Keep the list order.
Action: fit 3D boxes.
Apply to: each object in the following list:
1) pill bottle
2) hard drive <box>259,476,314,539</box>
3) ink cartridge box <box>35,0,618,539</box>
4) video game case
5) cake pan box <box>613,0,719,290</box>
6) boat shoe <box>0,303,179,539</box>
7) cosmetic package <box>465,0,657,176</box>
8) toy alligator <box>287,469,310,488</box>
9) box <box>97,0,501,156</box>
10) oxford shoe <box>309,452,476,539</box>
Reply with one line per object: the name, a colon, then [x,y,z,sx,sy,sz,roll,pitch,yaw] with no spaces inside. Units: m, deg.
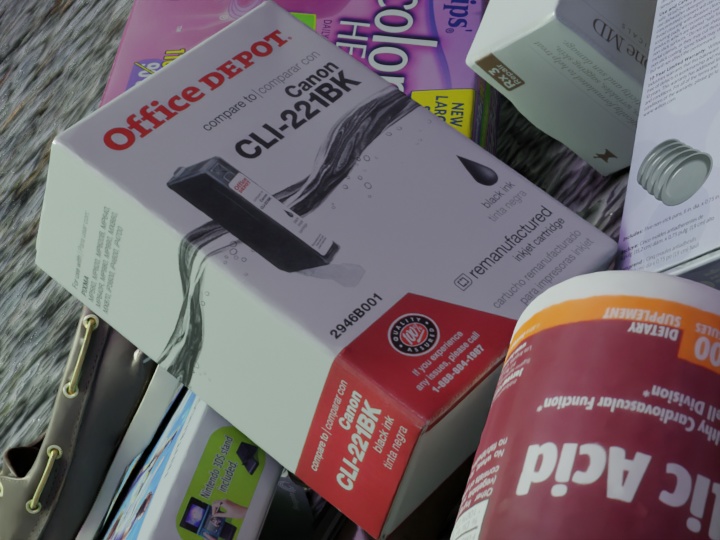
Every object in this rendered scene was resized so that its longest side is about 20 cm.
pill bottle: [0.084,0.110,0.665,0.114,0.114,0.200,-26,36,47]
hard drive: [-0.071,0.190,0.937,0.135,0.042,0.200,-46,24,17]
ink cartridge box: [-0.017,-0.007,0.816,0.144,0.200,0.084,-39,-23,-39]
video game case: [-0.085,0.114,0.882,0.200,0.045,0.181,-54,10,44]
cake pan box: [0.195,-0.084,0.783,0.200,0.052,0.184,-27,43,47]
boat shoe: [-0.144,0.098,0.926,0.200,0.059,0.072,-61,7,17]
cosmetic package: [0.136,-0.159,0.959,0.074,0.102,0.200,-26,37,50]
toy alligator: [-0.003,0.078,0.915,0.200,0.059,0.054,-58,-29,-67]
box: [-0.028,-0.082,1.035,0.200,0.097,0.176,0,42,9]
oxford shoe: [0.010,0.139,0.832,0.200,0.084,0.073,-51,-22,-14]
